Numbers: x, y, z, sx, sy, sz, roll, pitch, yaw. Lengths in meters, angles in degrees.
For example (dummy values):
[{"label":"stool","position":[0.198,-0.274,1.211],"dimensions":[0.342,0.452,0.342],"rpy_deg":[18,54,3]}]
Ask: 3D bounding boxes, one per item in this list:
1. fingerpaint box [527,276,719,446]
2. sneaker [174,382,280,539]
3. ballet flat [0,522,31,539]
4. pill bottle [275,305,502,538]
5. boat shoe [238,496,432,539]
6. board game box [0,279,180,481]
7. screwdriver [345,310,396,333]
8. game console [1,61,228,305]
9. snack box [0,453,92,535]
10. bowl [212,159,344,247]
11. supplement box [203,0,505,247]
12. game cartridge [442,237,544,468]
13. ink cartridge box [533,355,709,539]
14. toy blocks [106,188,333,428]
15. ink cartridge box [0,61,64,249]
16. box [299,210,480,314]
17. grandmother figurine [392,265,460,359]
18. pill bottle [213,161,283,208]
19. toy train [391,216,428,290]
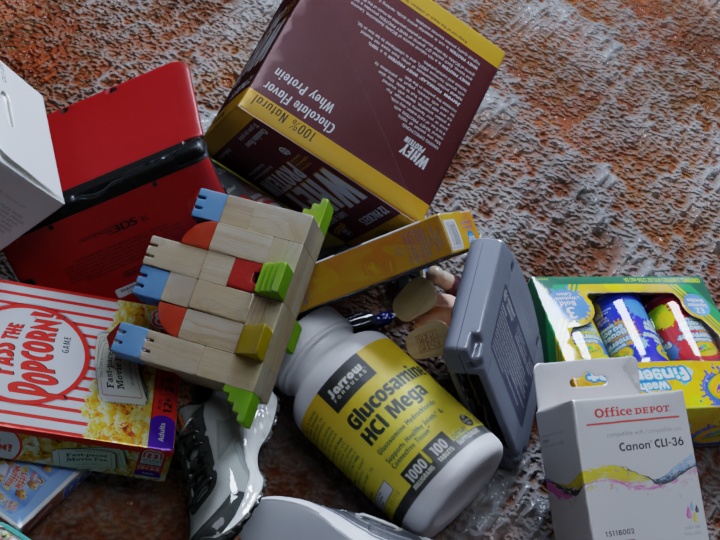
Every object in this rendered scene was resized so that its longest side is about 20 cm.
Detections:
[{"label":"fingerpaint box","position":[0.268,0.088,1.275],"dimensions":[0.200,0.073,0.167],"rpy_deg":[0,49,-20]},{"label":"sneaker","position":[-0.120,0.156,1.048],"dimensions":[0.079,0.074,0.200],"rpy_deg":[30,27,-16]},{"label":"ballet flat","position":[-0.204,0.254,0.948],"dimensions":[0.200,0.076,0.064],"rpy_deg":[27,60,11]},{"label":"pill bottle","position":[0.016,0.126,1.118],"dimensions":[0.200,0.113,0.112],"rpy_deg":[42,48,20]},{"label":"boat shoe","position":[0.001,0.228,1.052],"dimensions":[0.200,0.072,0.068],"rpy_deg":[15,9,13]},{"label":"board game box","position":[-0.249,0.086,1.069],"dimensions":[0.200,0.046,0.152],"rpy_deg":[10,45,-13]},{"label":"screwdriver","position":[0.043,0.038,1.272],"dimensions":[0.200,0.029,0.028],"rpy_deg":[-20,57,-32]},{"label":"game console","position":[-0.214,-0.063,1.161],"dimensions":[0.200,0.173,0.119],"rpy_deg":[-22,21,7]},{"label":"snack box","position":[-0.241,0.134,1.078],"dimensions":[0.072,0.024,0.200],"rpy_deg":[34,46,11]},{"label":"bowl","position":[-0.057,-0.131,1.341],"dimensions":[0.200,0.108,0.200],"rpy_deg":[10,45,-10]},{"label":"supplement box","position":[-0.009,-0.159,1.220],"dimensions":[0.197,0.133,0.200],"rpy_deg":[32,68,-14]},{"label":"game cartridge","position":[0.121,0.069,1.147],"dimensions":[0.041,0.200,0.133],"rpy_deg":[6,55,25]},{"label":"ink cartridge box","position":[0.224,0.170,1.127],"dimensions":[0.116,0.067,0.200],"rpy_deg":[-3,77,-22]},{"label":"toy blocks","position":[-0.120,0.016,1.067],"dimensions":[0.136,0.100,0.200],"rpy_deg":[15,75,14]},{"label":"ink cartridge box","position":[-0.359,-0.070,1.106],"dimensions":[0.083,0.200,0.145],"rpy_deg":[40,22,-49]},{"label":"box","position":[0.000,0.000,1.151],"dimensions":[0.042,0.200,0.119],"rpy_deg":[68,18,3]},{"label":"grandmother figurine","position":[0.099,0.052,1.208],"dimensions":[0.200,0.060,0.122],"rpy_deg":[2,75,-64]},{"label":"pill bottle","position":[-0.178,-0.060,1.222],"dimensions":[0.200,0.116,0.116],"rpy_deg":[33,46,12]},{"label":"toy train","position":[0.054,-0.042,1.348],"dimensions":[0.046,0.034,0.200],"rpy_deg":[35,36,-30]}]
